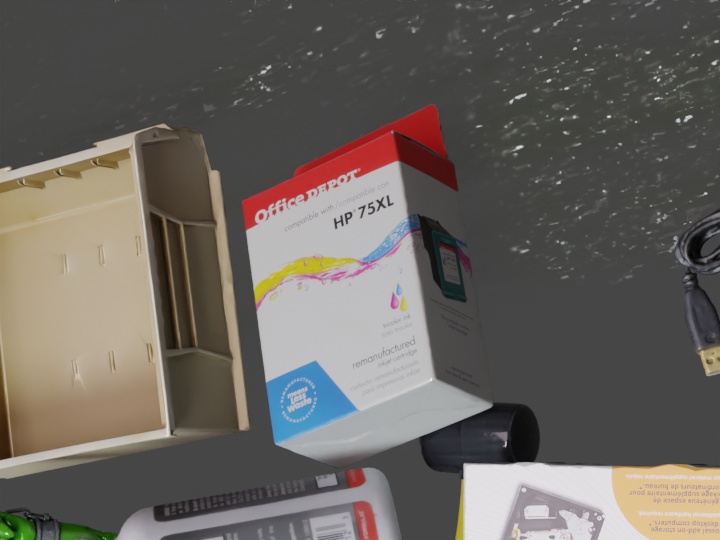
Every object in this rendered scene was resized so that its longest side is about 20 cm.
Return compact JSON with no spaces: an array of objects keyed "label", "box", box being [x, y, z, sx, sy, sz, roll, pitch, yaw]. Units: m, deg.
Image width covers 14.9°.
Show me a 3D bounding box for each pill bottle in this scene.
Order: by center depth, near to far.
[{"label":"pill bottle","box":[-0.074,0.185,1.577,0.200,0.116,0.116,-10,79,-3]}]

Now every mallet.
[{"label":"mallet","box":[0.050,0.170,1.569,0.066,0.041,0.200,5,74,36]}]

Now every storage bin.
[{"label":"storage bin","box":[-0.184,0.023,1.723,0.200,0.094,0.199,-13,79,31]}]

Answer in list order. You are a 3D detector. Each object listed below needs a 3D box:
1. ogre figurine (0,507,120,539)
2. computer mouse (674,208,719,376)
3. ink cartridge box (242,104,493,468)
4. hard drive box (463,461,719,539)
[{"label":"ogre figurine","box":[-0.164,0.236,1.669,0.120,0.098,0.200,-7,90,-11]},{"label":"computer mouse","box":[0.244,0.034,1.478,0.140,0.046,0.200,-31,70,25]},{"label":"ink cartridge box","box":[0.000,0.000,1.603,0.116,0.067,0.200,-24,61,28]},{"label":"hard drive box","box":[0.136,0.204,1.489,0.156,0.077,0.200,-1,86,13]}]
